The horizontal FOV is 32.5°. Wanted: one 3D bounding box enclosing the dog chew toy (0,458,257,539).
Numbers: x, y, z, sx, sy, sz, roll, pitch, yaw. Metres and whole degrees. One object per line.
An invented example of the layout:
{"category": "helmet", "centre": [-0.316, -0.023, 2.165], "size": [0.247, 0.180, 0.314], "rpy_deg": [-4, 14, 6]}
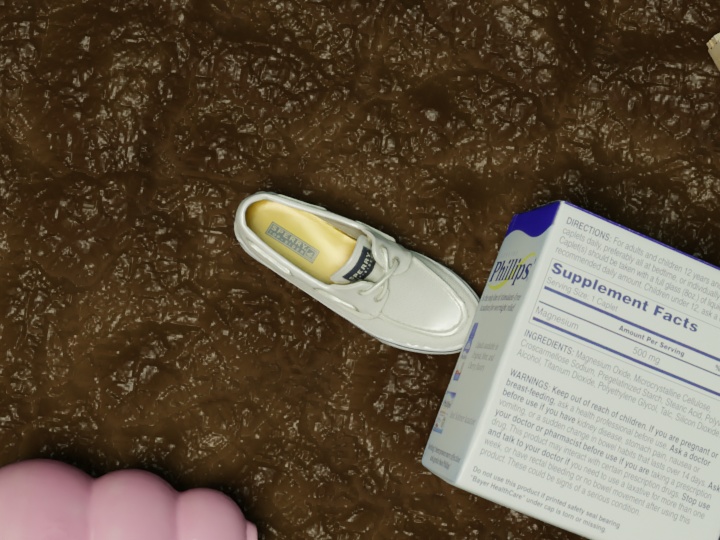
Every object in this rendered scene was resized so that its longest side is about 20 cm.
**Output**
{"category": "dog chew toy", "centre": [-0.170, 0.190, 0.842], "size": [0.199, 0.125, 0.125], "rpy_deg": [0, 84, -8]}

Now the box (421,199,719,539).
{"category": "box", "centre": [0.167, 0.079, 0.849], "size": [0.184, 0.105, 0.200], "rpy_deg": [23, 85, -8]}

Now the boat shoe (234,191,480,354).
{"category": "boat shoe", "centre": [0.000, 0.000, 0.884], "size": [0.200, 0.070, 0.071], "rpy_deg": [30, 86, 0]}

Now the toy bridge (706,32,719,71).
{"category": "toy bridge", "centre": [0.350, -0.216, 0.932], "size": [0.200, 0.027, 0.067], "rpy_deg": [-29, 84, -4]}
